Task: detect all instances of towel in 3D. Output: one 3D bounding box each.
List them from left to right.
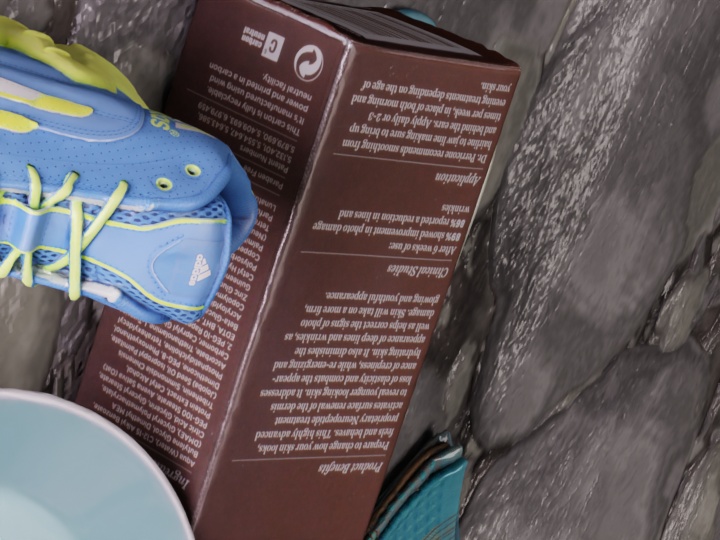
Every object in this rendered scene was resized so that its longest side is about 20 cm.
[{"bbox_3d":[-0.011,0.182,1.235,0.200,0.022,0.147,-46,149,-38],"label":"towel"}]

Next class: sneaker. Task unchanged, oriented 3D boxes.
[{"bbox_3d":[-0.093,-0.029,0.770,0.200,0.105,0.076,-9,120,-63],"label":"sneaker"}]

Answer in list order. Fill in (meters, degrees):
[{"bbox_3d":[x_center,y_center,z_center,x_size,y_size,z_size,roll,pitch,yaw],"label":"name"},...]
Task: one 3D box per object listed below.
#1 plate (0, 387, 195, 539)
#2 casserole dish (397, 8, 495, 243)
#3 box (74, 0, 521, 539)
[{"bbox_3d":[-0.133,0.131,0.872,0.200,0.026,0.201,-14,111,-40],"label":"plate"},{"bbox_3d":[0.000,0.000,1.075,0.121,0.039,0.200,8,104,-66],"label":"casserole dish"},{"bbox_3d":[-0.027,0.008,0.963,0.100,0.075,0.200,4,107,-52],"label":"box"}]
